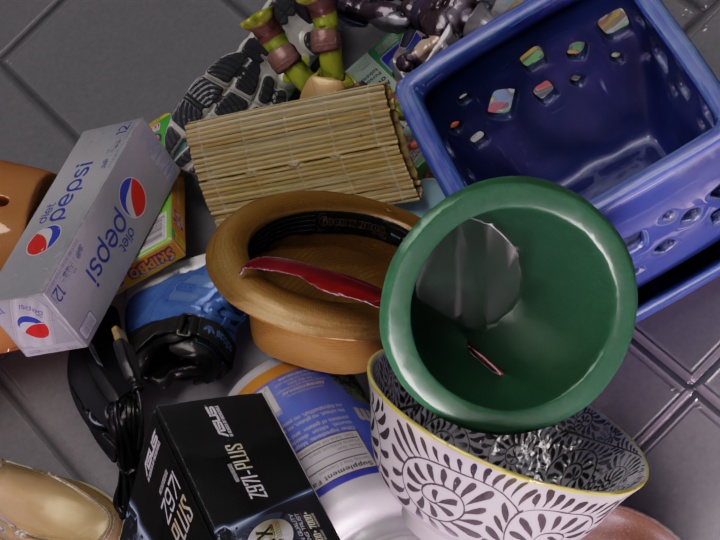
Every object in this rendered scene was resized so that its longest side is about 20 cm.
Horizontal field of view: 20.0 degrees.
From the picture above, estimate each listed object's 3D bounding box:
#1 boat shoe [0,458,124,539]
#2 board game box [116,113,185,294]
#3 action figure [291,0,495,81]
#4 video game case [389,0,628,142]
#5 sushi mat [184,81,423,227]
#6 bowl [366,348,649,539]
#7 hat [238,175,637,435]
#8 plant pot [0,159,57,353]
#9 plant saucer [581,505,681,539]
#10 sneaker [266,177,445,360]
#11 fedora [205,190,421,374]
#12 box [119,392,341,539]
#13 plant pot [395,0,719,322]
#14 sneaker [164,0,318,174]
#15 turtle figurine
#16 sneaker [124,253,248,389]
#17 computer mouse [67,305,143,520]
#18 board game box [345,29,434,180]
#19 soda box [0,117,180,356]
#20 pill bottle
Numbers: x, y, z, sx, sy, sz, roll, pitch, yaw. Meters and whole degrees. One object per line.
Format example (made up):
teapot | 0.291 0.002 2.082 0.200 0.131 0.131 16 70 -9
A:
boat shoe | -0.272 0.181 1.601 0.199 0.076 0.072 10 63 30
board game box | -0.191 -0.054 1.705 0.095 0.030 0.200 -29 35 14
action figure | 0.043 -0.210 1.635 0.199 0.070 0.130 22 63 36
video game case | 0.133 -0.167 1.610 0.199 0.018 0.144 -31 52 8
sushi mat | -0.048 -0.086 1.603 0.199 0.096 0.012 -8 16 34
bowl | 0.084 0.137 1.369 0.200 0.200 0.095 34 113 38
hat | 0.062 -0.002 1.352 0.166 0.199 0.176 -59 22 4
plant pot | -0.316 -0.012 1.682 0.139 0.200 0.201 -2 59 12
plant saucer | 0.145 0.253 1.368 0.199 0.032 0.201 -13 56 19
sneaker | 0.000 0.000 1.570 0.074 0.082 0.200 30 77 37
fedora | -0.017 0.019 1.475 0.199 0.082 0.201 8 32 -5
box | -0.095 0.213 1.407 0.086 0.201 0.164 -6 45 -27
plant pot | 0.170 -0.072 1.464 0.199 0.180 0.201 -31 51 8
sneaker | -0.089 -0.155 1.723 0.077 0.080 0.200 41 74 -3
turtle figurine | -0.019 -0.142 1.613 0.199 0.162 0.064 -17 9 35
sneaker | -0.100 0.029 1.605 0.199 0.077 0.112 -21 47 20
computer mouse | -0.199 0.084 1.576 0.046 0.141 0.201 -4 45 -12
board game box | 0.030 -0.125 1.667 0.200 0.029 0.135 -41 52 -1
soda box | -0.217 -0.028 1.612 0.068 0.064 0.201 -10 41 34
pill bottle | -0.016 0.161 1.458 0.112 0.112 0.200 -36 52 3
